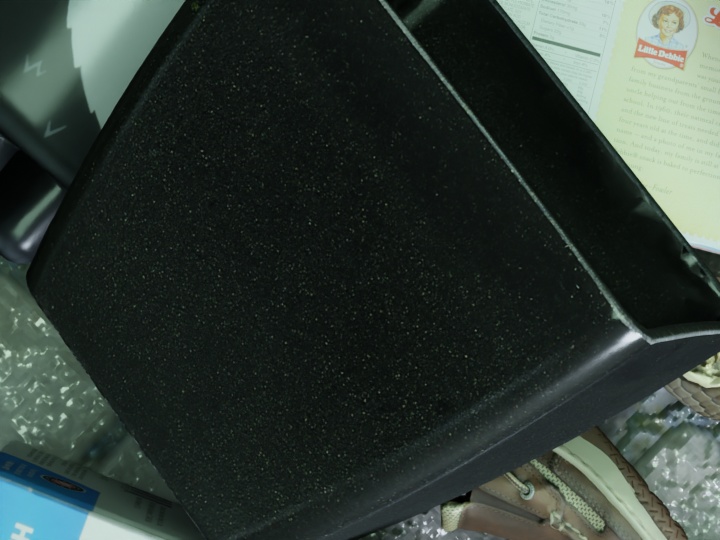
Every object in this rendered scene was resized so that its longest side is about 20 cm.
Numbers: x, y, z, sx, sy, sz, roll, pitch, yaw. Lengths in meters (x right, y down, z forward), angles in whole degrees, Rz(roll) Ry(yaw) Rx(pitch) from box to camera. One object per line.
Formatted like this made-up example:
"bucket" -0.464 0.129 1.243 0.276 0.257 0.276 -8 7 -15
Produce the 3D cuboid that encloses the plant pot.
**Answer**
"plant pot" 0.000 0.000 0.936 0.177 0.200 0.200 -41 78 13

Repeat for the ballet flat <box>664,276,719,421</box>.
"ballet flat" 0.216 0.048 1.069 0.199 0.046 0.068 17 88 -3

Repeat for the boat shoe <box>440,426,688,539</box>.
"boat shoe" 0.064 0.084 1.050 0.075 0.075 0.203 -40 80 -3

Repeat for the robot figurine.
"robot figurine" -0.099 -0.100 1.010 0.125 0.150 0.200 42 88 10

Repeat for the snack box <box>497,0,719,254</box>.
"snack box" 0.131 -0.072 1.068 0.198 0.037 0.117 14 90 -3

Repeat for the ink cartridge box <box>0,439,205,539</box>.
"ink cartridge box" -0.066 0.144 1.002 0.199 0.146 0.085 22 88 -3
